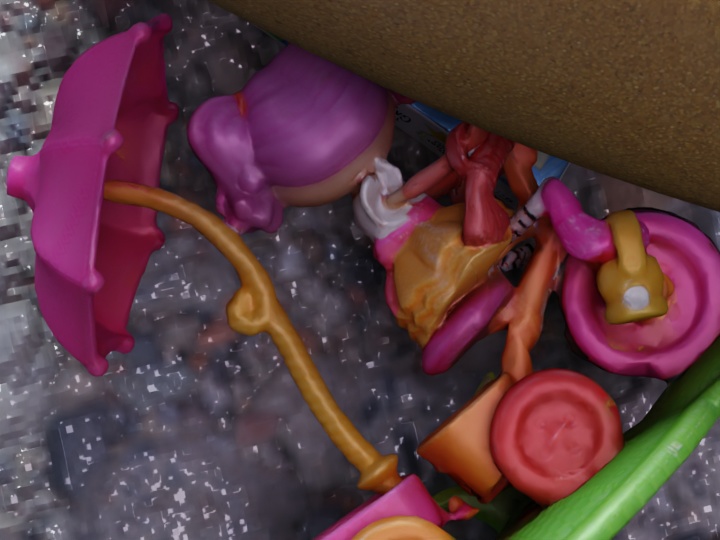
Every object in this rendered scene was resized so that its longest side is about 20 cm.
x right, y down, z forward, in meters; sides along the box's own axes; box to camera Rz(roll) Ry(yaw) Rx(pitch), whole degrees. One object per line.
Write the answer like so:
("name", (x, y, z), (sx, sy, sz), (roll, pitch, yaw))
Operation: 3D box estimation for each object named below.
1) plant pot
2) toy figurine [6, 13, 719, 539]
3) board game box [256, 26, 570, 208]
("plant pot", (0.049, -0.110, 0.703), (0.200, 0.186, 0.187), (36, 81, -8))
("toy figurine", (0.000, 0.000, 0.756), (0.200, 0.150, 0.184), (-42, 88, -5))
("board game box", (0.004, -0.129, 0.809), (0.200, 0.034, 0.135), (35, 81, -10))
